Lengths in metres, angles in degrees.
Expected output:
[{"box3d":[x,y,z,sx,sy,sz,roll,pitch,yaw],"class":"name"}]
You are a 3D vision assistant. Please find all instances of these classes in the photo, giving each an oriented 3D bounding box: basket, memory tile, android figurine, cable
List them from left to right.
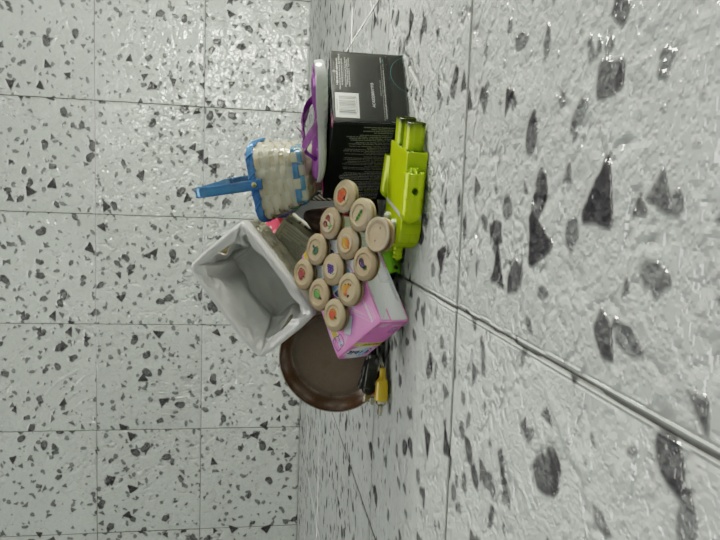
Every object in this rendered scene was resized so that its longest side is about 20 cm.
[{"box3d":[-0.176,0.021,1.161,0.202,0.134,0.124,52,-166,-8],"class":"basket"},{"box3d":[-0.174,-0.158,1.162,0.177,0.194,0.143,-57,-36,-71],"class":"basket"},{"box3d":[-0.031,-0.022,1.013,0.154,0.017,0.203,49,121,35],"class":"memory tile"},{"box3d":[0.034,0.145,1.160,0.097,0.049,0.206,-161,82,-76],"class":"cable"},{"box3d":[0.063,-0.120,0.980,0.183,0.040,0.205,-113,27,-68],"class":"android figurine"}]

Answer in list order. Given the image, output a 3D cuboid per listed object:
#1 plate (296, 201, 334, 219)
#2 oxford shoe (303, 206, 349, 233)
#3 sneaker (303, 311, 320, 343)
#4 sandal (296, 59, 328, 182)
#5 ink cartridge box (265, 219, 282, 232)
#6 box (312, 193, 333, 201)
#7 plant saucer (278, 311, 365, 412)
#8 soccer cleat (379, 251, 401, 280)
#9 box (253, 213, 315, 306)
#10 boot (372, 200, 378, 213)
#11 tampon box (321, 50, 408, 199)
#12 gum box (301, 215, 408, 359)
[{"box3d":[-0.091,-0.154,1.529,0.032,0.197,0.204,33,133,33],"class":"plate"},{"box3d":[-0.040,-0.098,1.292,0.199,0.072,0.073,3,-66,-66],"class":"oxford shoe"},{"box3d":[-0.048,0.136,1.275,0.074,0.116,0.205,-150,39,-77],"class":"sneaker"},{"box3d":[-0.079,-0.238,1.058,0.083,0.048,0.206,-100,11,-50],"class":"sandal"},{"box3d":[-0.122,-0.008,1.406,0.084,0.143,0.202,-45,53,21],"class":"ink cartridge box"},{"box3d":[-0.084,-0.181,1.389,0.082,0.194,0.070,-155,65,-71],"class":"box"},{"box3d":[-0.053,0.165,1.224,0.032,0.194,0.206,-67,-17,-69],"class":"plant saucer"},{"box3d":[0.011,0.029,1.124,0.201,0.066,0.083,125,142,-48],"class":"soccer cleat"},{"box3d":[-0.154,0.003,1.258,0.202,0.094,0.078,-54,3,15],"class":"box"},{"box3d":[-0.002,-0.198,1.278,0.098,0.073,0.203,110,148,-45],"class":"boot"},{"box3d":[-0.001,-0.240,1.122,0.201,0.123,0.154,107,161,-60],"class":"tampon box"},{"box3d":[-0.015,0.021,1.054,0.113,0.065,0.204,-41,60,37],"class":"gum box"}]
